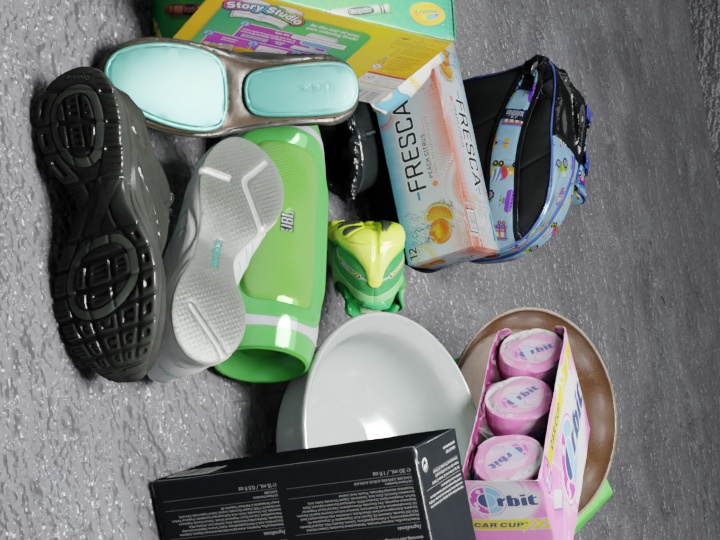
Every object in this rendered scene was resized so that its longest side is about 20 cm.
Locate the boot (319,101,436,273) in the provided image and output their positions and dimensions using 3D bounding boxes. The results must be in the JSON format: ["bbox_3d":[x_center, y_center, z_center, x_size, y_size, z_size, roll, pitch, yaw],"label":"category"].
[{"bbox_3d":[0.014,-0.087,1.289,0.162,0.073,0.200,-15,86,-67],"label":"boot"}]

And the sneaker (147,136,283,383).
[{"bbox_3d":[-0.111,-0.010,0.982,0.070,0.080,0.202,32,49,-21],"label":"sneaker"}]

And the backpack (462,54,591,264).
[{"bbox_3d":[0.144,-0.095,1.443,0.134,0.181,0.202,32,55,-50],"label":"backpack"}]

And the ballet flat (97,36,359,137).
[{"bbox_3d":[-0.098,-0.128,1.026,0.198,0.068,0.069,3,90,-22],"label":"ballet flat"}]

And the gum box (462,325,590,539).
[{"bbox_3d":[0.139,0.146,1.152,0.201,0.065,0.114,-68,148,-52],"label":"gum box"}]

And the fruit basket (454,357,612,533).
[{"bbox_3d":[0.119,0.190,1.357,0.155,0.214,0.218,-168,-117,-75],"label":"fruit basket"}]

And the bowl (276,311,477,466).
[{"bbox_3d":[0.000,0.139,1.109,0.200,0.090,0.203,18,65,-42],"label":"bowl"}]

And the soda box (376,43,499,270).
[{"bbox_3d":[0.063,-0.104,1.247,0.063,0.068,0.202,9,68,-61],"label":"soda box"}]

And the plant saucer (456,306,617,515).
[{"bbox_3d":[0.151,0.136,1.286,0.199,0.034,0.203,6,80,-32],"label":"plant saucer"}]

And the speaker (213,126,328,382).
[{"bbox_3d":[-0.071,-0.022,1.066,0.088,0.088,0.202,40,45,-54],"label":"speaker"}]

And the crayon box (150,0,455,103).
[{"bbox_3d":[-0.043,-0.189,1.049,0.198,0.119,0.059,8,68,-29],"label":"crayon box"}]

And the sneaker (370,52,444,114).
[{"bbox_3d":[-0.025,-0.220,1.197,0.200,0.081,0.077,42,-1,9],"label":"sneaker"}]

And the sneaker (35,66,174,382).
[{"bbox_3d":[-0.152,-0.028,0.915,0.091,0.075,0.202,12,71,-71],"label":"sneaker"}]

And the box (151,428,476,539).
[{"bbox_3d":[-0.026,0.191,0.936,0.079,0.198,0.143,-6,86,-65],"label":"box"}]

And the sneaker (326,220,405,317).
[{"bbox_3d":[0.000,0.000,1.182,0.200,0.073,0.085,-111,-158,-88],"label":"sneaker"}]
